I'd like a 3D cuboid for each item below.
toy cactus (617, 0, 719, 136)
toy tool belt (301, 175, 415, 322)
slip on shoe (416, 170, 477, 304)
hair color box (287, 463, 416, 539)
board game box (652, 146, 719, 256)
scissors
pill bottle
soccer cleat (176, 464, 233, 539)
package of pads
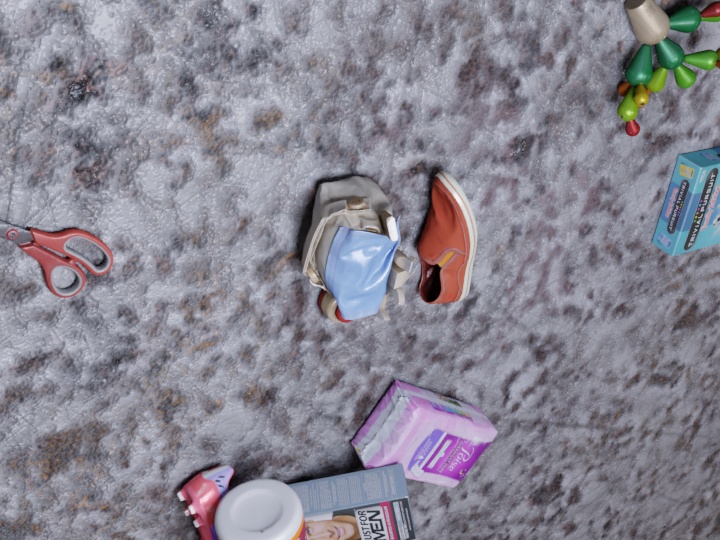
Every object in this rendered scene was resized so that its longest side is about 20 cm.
[{"bbox_3d":[0.386,-0.280,1.296,0.200,0.102,0.165,-42,127,8],"label":"toy cactus"},{"bbox_3d":[0.000,0.000,1.172,0.124,0.123,0.201,-16,130,-27],"label":"toy tool belt"},{"bbox_3d":[0.102,-0.033,1.267,0.061,0.074,0.201,-21,136,-20],"label":"slip on shoe"},{"bbox_3d":[-0.030,0.330,1.382,0.198,0.061,0.100,-11,131,1],"label":"hair color box"},{"bbox_3d":[0.550,-0.114,1.563,0.199,0.047,0.152,-14,128,-30],"label":"board game box"},{"bbox_3d":[-0.321,-0.038,0.982,0.073,0.014,0.200,-44,136,2],"label":"scissors"},{"bbox_3d":[-0.116,0.368,1.290,0.109,0.110,0.201,-24,131,-21],"label":"pill bottle"},{"bbox_3d":[-0.178,0.334,1.328,0.076,0.067,0.201,-30,132,-22],"label":"soccer cleat"},{"bbox_3d":[0.091,0.236,1.451,0.199,0.076,0.121,23,109,-44],"label":"package of pads"}]
